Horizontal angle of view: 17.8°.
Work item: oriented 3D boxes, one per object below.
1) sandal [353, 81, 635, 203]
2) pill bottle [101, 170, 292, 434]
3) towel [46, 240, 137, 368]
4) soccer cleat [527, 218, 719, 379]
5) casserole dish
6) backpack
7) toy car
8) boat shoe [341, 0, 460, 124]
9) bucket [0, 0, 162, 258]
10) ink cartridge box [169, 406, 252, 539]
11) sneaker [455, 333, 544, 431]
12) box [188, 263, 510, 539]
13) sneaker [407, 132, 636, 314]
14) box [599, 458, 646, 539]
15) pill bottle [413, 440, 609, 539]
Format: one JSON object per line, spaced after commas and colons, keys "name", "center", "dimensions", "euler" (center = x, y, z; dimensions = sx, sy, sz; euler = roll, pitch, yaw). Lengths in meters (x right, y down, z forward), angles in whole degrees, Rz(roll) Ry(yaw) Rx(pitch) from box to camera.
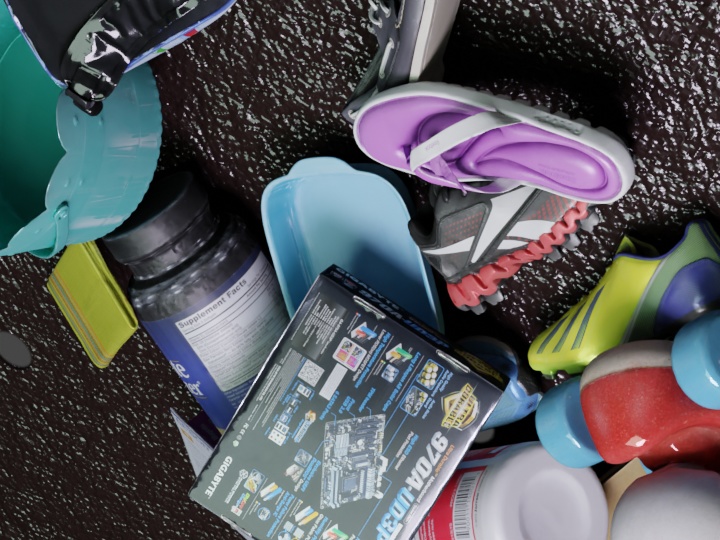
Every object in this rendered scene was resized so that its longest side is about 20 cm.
{"name": "sandal", "center": [0.078, -0.076, 1.489], "dimensions": [0.201, 0.050, 0.083], "euler": [8, 137, 29]}
{"name": "pill bottle", "center": [-0.107, 0.029, 1.746], "dimensions": [0.111, 0.112, 0.201], "euler": [-16, 116, 41]}
{"name": "towel", "center": [-0.209, 0.024, 1.804], "dimensions": [0.086, 0.018, 0.200], "euler": [58, 163, 2]}
{"name": "soccer cleat", "center": [0.187, 0.021, 1.595], "dimensions": [0.200, 0.064, 0.084], "euler": [-27, 79, 49]}
{"name": "casserole dish", "center": [0.000, 0.000, 1.684], "dimensions": [0.120, 0.039, 0.201], "euler": [-3, 118, 26]}
{"name": "backpack", "center": [-0.150, -0.232, 1.512], "dimensions": [0.189, 0.154, 0.201], "euler": [-16, 121, 32]}
{"name": "toy car", "center": [0.229, 0.156, 1.534], "dimensions": [0.176, 0.202, 0.184], "euler": [14, 154, -30]}
{"name": "boat shoe", "center": [0.025, -0.158, 1.525], "dimensions": [0.062, 0.073, 0.201], "euler": [23, 141, 10]}
{"name": "bucket", "center": [-0.251, -0.105, 1.653], "dimensions": [0.206, 0.134, 0.209], "euler": [1, 91, 33]}
{"name": "ink cartridge box", "center": [-0.059, 0.197, 1.830], "dimensions": [0.196, 0.043, 0.200], "euler": [41, 162, 21]}
{"name": "sneaker", "center": [0.054, 0.114, 1.728], "dimensions": [0.199, 0.090, 0.079], "euler": [-21, 113, 42]}
{"name": "box", "center": [-0.009, 0.121, 1.663], "dimensions": [0.158, 0.046, 0.201], "euler": [32, 103, 4]}
{"name": "sneaker", "center": [0.103, -0.049, 1.567], "dimensions": [0.098, 0.071, 0.200], "euler": [44, 137, -8]}
{"name": "box", "center": [0.250, 0.230, 1.749], "dimensions": [0.200, 0.021, 0.164], "euler": [40, 138, -3]}
{"name": "pill bottle", "center": [0.088, 0.193, 1.747], "dimensions": [0.112, 0.112, 0.200], "euler": [51, 150, -15]}
